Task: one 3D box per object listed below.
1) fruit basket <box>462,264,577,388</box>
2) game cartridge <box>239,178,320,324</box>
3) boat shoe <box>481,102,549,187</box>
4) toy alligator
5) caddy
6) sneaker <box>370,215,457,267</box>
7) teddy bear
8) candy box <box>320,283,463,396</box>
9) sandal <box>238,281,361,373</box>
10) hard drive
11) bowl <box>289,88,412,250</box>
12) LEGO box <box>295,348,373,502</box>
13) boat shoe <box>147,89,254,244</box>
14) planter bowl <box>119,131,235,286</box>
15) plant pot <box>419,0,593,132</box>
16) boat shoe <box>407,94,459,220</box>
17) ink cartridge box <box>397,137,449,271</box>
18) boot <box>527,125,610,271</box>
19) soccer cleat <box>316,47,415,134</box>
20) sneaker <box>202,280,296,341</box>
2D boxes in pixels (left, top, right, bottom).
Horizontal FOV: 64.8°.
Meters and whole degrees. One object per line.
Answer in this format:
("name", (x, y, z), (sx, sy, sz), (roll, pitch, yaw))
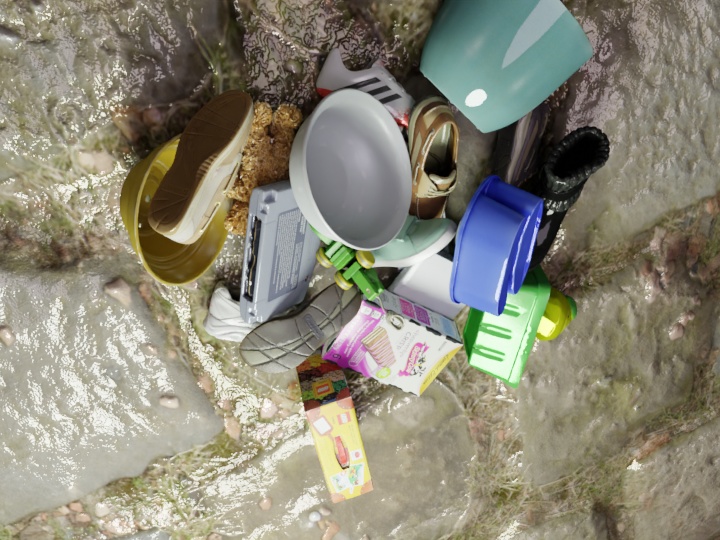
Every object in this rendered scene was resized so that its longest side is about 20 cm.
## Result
("fruit basket", (0.292, 0.083, 0.983), (0.210, 0.156, 0.221), (1, 117, 2))
("game cartridge", (-0.108, -0.033, 0.807), (0.132, 0.040, 0.204), (-22, 132, -48))
("boat shoe", (0.246, -0.169, 0.884), (0.071, 0.075, 0.204), (5, 114, -17))
("toy alligator", (0.000, 0.000, 0.815), (0.059, 0.054, 0.201), (-41, 89, 24))
("caddy", (0.186, -0.035, 0.825), (0.141, 0.103, 0.204), (-39, 143, -44))
("sneaker", (0.037, -0.071, 0.827), (0.197, 0.074, 0.120), (-10, 120, 37))
("teddy bear", (-0.131, -0.134, 0.785), (0.144, 0.066, 0.204), (6, 111, -57))
("candy box", (0.050, 0.115, 0.931), (0.197, 0.062, 0.137), (23, 119, -22))
("sandal", (-0.088, 0.081, 0.847), (0.198, 0.055, 0.082), (-37, 102, -2))
("hard drive", (0.101, 0.057, 0.952), (0.130, 0.027, 0.201), (24, 119, -24))
("bowl", (-0.026, -0.125, 0.745), (0.198, 0.089, 0.207), (4, 85, -47))
("LEGO box", (-0.046, 0.256, 0.960), (0.075, 0.150, 0.204), (-15, 118, -7))
("boat shoe", (-0.187, -0.126, 0.699), (0.203, 0.073, 0.069), (-62, 159, -11))
("planter bowl", (-0.256, -0.088, 0.754), (0.082, 0.200, 0.205), (14, 116, 20))
("plant pot", (0.173, -0.285, 0.746), (0.199, 0.202, 0.161), (35, 110, -26))
("boat shoe", (0.100, -0.139, 0.800), (0.074, 0.074, 0.203), (-16, 134, -12))
("ink cartridge box", (0.083, -0.105, 0.890), (0.092, 0.037, 0.204), (-16, 117, -7))
("boot", (0.286, -0.103, 0.858), (0.078, 0.158, 0.214), (27, 86, 8))
("soccer cleat", (0.034, -0.247, 0.795), (0.195, 0.069, 0.087), (11, 106, -19))
("sneaker", (-0.141, 0.063, 0.887), (0.195, 0.078, 0.102), (9, 109, -20))
